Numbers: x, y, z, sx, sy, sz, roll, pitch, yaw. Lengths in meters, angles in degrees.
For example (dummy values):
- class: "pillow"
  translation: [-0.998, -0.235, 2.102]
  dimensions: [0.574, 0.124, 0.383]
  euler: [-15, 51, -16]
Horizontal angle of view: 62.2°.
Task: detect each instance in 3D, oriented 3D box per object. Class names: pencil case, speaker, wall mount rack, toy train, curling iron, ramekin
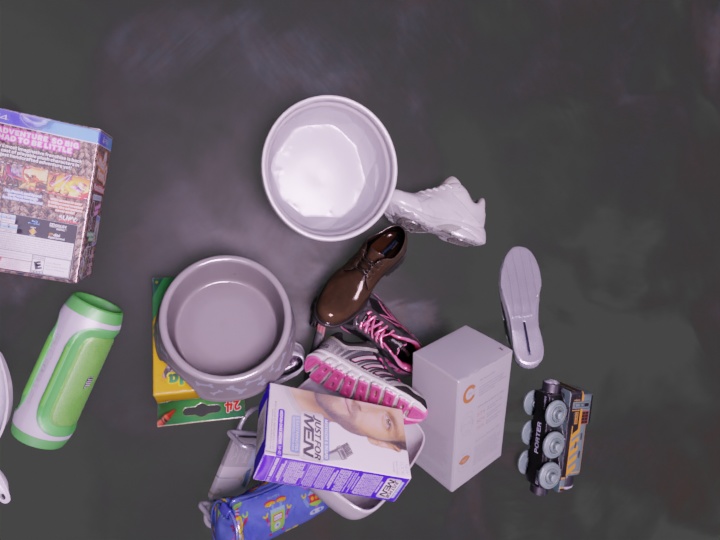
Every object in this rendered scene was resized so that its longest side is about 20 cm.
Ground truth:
- class: "pencil case"
  translation: [-0.117, 0.332, 0.857]
  dimensions: [0.197, 0.077, 0.089]
  euler: [-11, 110, -41]
- class: "speaker"
  translation: [-0.406, 0.137, 0.828]
  dimensions: [0.087, 0.088, 0.203]
  euler: [25, 89, -15]
- class: "wall mount rack"
  translation: [-0.152, 0.318, 0.921]
  dimensions: [0.172, 0.074, 0.204]
  euler: [22, 90, -49]
- class: "toy train"
  translation: [0.342, 0.290, 1.040]
  dimensions: [0.112, 0.085, 0.205]
  euler: [3, 95, -24]
- class: "curling iron"
  translation: [-0.074, 0.140, 0.939]
  dimensions: [0.025, 0.050, 0.205]
  euler: [6, 99, -13]
- class: "ramekin"
  translation: [-0.052, -0.147, 0.883]
  dimensions: [0.195, 0.105, 0.205]
  euler: [-1, 96, -13]

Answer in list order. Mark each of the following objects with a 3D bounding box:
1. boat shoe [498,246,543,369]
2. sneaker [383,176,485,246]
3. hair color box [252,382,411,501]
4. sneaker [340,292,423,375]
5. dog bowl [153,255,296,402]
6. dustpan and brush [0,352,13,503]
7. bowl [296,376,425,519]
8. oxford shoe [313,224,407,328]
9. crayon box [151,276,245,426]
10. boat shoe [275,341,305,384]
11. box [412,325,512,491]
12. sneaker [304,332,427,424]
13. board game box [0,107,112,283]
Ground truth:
- class: "boat shoe"
  translation: [0.263, 0.064, 1.004]
  dimensions: [0.070, 0.071, 0.205]
  euler: [2, 75, -1]
- class: "sneaker"
  translation: [0.119, -0.106, 0.949]
  dimensions: [0.197, 0.077, 0.102]
  euler: [15, 80, -31]
- class: "hair color box"
  translation: [-0.037, 0.228, 0.791]
  dimensions: [0.196, 0.111, 0.065]
  euler: [16, 127, -17]
- class: "sneaker"
  translation: [0.037, 0.097, 0.934]
  dimensions: [0.199, 0.095, 0.080]
  euler: [39, 87, -13]
- class: "dog bowl"
  translation: [-0.181, 0.071, 0.809]
  dimensions: [0.195, 0.059, 0.205]
  euler: [5, 66, -11]
- class: "dustpan and brush"
  translation: [-0.520, 0.219, 0.811]
  dimensions: [0.137, 0.057, 0.203]
  euler: [-25, 101, -3]
- class: "bowl"
  translation: [-0.025, 0.253, 0.880]
  dimensions: [0.199, 0.199, 0.075]
  euler: [40, 129, 13]
- class: "oxford shoe"
  translation: [0.000, 0.000, 0.894]
  dimensions: [0.072, 0.085, 0.201]
  euler: [35, 66, 11]
- class: "crayon box"
  translation: [-0.227, 0.108, 0.843]
  dimensions: [0.124, 0.051, 0.204]
  euler: [-4, 68, -14]
- class: "boat shoe"
  translation: [-0.176, 0.156, 0.897]
  dimensions: [0.195, 0.068, 0.074]
  euler: [-8, 97, -14]
- class: "box"
  translation: [0.152, 0.211, 0.923]
  dimensions: [0.123, 0.097, 0.204]
  euler: [-20, 121, -35]
- class: "sneaker"
  translation: [0.017, 0.155, 0.896]
  dimensions: [0.197, 0.075, 0.088]
  euler: [26, 44, 6]
- class: "board game box"
  translation: [-0.433, -0.099, 0.792]
  dimensions: [0.156, 0.097, 0.205]
  euler: [10, 93, -15]
